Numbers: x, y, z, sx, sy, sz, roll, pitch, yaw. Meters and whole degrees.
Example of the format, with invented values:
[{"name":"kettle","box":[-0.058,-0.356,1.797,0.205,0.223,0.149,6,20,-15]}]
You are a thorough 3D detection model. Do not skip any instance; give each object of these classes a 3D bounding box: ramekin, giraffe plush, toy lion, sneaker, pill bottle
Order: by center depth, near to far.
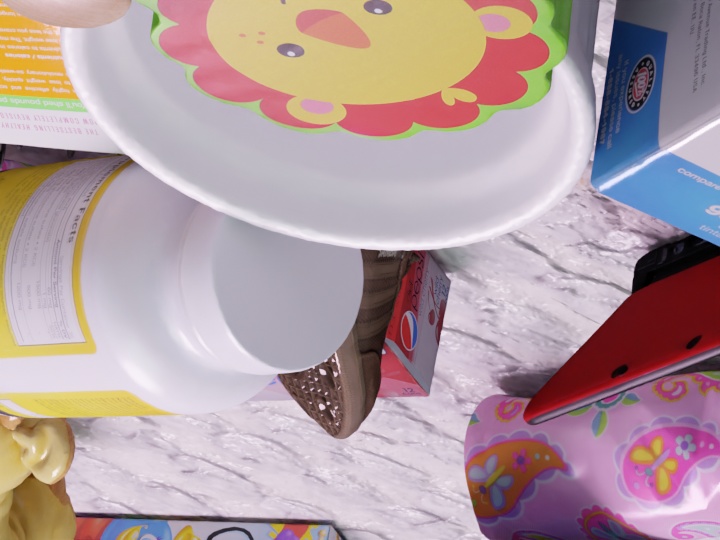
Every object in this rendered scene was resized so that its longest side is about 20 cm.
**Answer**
[{"name":"toy lion","box":[-0.005,-0.106,0.971,0.191,0.069,0.200,23,150,-28]},{"name":"ramekin","box":[-0.003,-0.102,1.123,0.200,0.098,0.201,11,148,7]},{"name":"pill bottle","box":[-0.093,0.006,1.276,0.112,0.112,0.200,33,156,-35]},{"name":"sneaker","box":[0.000,0.000,1.349,0.070,0.075,0.200,45,157,29]},{"name":"giraffe plush","box":[-0.219,0.096,1.626,0.172,0.200,0.162,21,123,-10]}]

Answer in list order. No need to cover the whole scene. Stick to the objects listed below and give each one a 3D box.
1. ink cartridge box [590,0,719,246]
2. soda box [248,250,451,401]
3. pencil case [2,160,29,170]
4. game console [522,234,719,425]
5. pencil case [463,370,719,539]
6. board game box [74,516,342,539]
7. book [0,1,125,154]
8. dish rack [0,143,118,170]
[{"name":"ink cartridge box","box":[0.178,-0.109,1.061,0.084,0.145,0.200,23,151,-23]},{"name":"soda box","box":[-0.061,0.022,1.486,0.200,0.070,0.063,-3,150,25]},{"name":"pencil case","box":[-0.199,-0.029,1.415,0.200,0.088,0.087,21,151,-18]},{"name":"game console","box":[0.202,0.029,1.341,0.172,0.119,0.200,28,149,-27]},{"name":"pencil case","box":[0.150,0.094,1.528,0.200,0.088,0.087,-10,145,35]},{"name":"board game box","box":[-0.102,0.219,1.838,0.200,0.103,0.105,0,150,22]},{"name":"book","box":[-0.154,-0.128,1.178,0.133,0.048,0.200,2,142,17]},{"name":"dish rack","box":[-0.093,-0.089,1.308,0.199,0.055,0.153,10,153,4]}]
